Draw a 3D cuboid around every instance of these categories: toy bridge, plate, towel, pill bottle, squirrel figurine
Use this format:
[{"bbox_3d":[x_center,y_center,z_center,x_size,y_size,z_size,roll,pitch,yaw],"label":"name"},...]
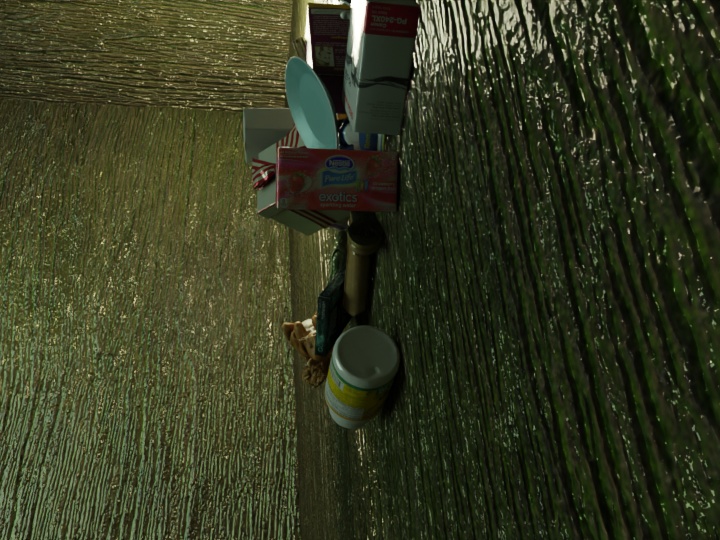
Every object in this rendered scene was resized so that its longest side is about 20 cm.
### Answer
[{"bbox_3d":[-0.100,-0.398,1.234,0.067,0.027,0.201,-68,-43,-82],"label":"toy bridge"},{"bbox_3d":[-0.085,-0.297,1.072,0.200,0.025,0.201,50,156,33],"label":"plate"},{"bbox_3d":[-0.052,0.016,1.386,0.149,0.036,0.201,-82,-3,-67],"label":"towel"},{"bbox_3d":[-0.003,0.194,1.002,0.201,0.112,0.113,104,162,-49],"label":"pill bottle"},{"bbox_3d":[-0.116,0.223,1.609,0.187,0.141,0.201,-148,44,-65],"label":"squirrel figurine"}]

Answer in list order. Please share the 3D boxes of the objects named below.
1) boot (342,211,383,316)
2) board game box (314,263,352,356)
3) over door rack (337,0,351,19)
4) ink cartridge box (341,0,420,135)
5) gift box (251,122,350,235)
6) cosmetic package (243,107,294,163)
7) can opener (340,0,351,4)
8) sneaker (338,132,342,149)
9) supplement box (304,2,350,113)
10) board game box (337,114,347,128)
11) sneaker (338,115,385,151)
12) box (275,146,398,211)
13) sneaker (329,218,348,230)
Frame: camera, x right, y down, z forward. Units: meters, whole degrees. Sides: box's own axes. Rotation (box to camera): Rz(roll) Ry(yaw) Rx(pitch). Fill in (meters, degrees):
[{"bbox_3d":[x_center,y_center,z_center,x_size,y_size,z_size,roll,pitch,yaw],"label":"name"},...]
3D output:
[{"bbox_3d":[0.000,0.000,1.124,0.175,0.066,0.201,-85,2,-64],"label":"boot"},{"bbox_3d":[-0.051,0.078,1.246,0.200,0.028,0.136,-52,-30,-64],"label":"board game box"},{"bbox_3d":[-0.009,-0.546,1.058,0.200,0.066,0.148,-121,31,-43],"label":"over door rack"},{"bbox_3d":[0.026,-0.337,0.922,0.146,0.083,0.201,-105,19,-52],"label":"ink cartridge box"},{"bbox_3d":[-0.135,-0.212,1.310,0.184,0.186,0.201,-26,59,32],"label":"gift box"},{"bbox_3d":[-0.179,-0.321,1.381,0.113,0.198,0.082,104,162,-52],"label":"cosmetic package"},{"bbox_3d":[-0.047,-0.550,1.361,0.053,0.066,0.201,-106,24,-58],"label":"can opener"},{"bbox_3d":[-0.048,-0.264,1.232,0.200,0.079,0.075,-38,-51,-75],"label":"sneaker"},{"bbox_3d":[-0.040,-0.420,1.144,0.103,0.130,0.201,107,160,-60],"label":"supplement box"},{"bbox_3d":[-0.049,-0.365,1.374,0.200,0.056,0.166,115,152,-64],"label":"board game box"},{"bbox_3d":[-0.004,-0.260,1.083,0.200,0.082,0.075,-127,37,-76],"label":"sneaker"},{"bbox_3d":[-0.042,-0.152,0.972,0.095,0.198,0.103,-145,57,-78],"label":"box"},{"bbox_3d":[-0.060,-0.156,1.439,0.200,0.074,0.100,-149,73,-72],"label":"sneaker"}]
